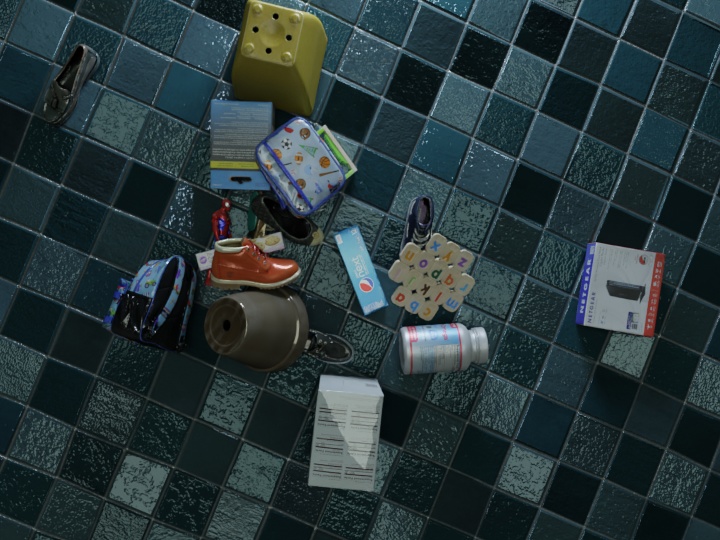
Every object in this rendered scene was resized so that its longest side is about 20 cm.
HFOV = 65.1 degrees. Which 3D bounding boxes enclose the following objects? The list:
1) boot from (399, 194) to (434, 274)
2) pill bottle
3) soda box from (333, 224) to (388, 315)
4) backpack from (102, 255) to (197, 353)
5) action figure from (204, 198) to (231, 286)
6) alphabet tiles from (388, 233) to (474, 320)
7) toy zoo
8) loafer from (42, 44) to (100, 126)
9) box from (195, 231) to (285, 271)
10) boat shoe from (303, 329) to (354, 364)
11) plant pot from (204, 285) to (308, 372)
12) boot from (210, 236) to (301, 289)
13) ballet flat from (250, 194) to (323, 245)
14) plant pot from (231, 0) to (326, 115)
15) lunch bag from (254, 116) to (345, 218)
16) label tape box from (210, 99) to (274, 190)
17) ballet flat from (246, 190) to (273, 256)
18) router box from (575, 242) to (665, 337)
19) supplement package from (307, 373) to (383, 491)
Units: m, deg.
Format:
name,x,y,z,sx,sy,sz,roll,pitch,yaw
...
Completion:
name,x,y,z,sx,sy,sz,roll,pitch,yaw
boot,0.133,-0.075,1.323,0.071,0.090,0.204,3,90,-3
pill bottle,0.192,0.181,1.317,0.196,0.109,0.111,-4,90,-3
soda box,0.000,0.000,1.327,0.063,0.068,0.203,-21,91,-2
backpack,-0.453,0.064,1.254,0.132,0.183,0.203,11,75,14
action figure,-0.324,-0.065,1.314,0.051,0.065,0.204,5,91,22
alphabet tiles,0.168,0.017,1.326,0.198,0.015,0.197,27,107,-17
toy zoo,-0.118,-0.226,1.312,0.199,0.020,0.132,-41,101,-17
loafer,-0.677,-0.431,1.295,0.071,0.063,0.202,30,88,-2
box,-0.267,-0.043,1.266,0.196,0.039,0.042,-14,93,-5
boat shoe,-0.109,0.173,1.327,0.197,0.057,0.070,19,89,-2
plant pot,-0.237,0.122,1.225,0.197,0.173,0.204,-4,81,26
boot,-0.223,-0.020,1.221,0.196,0.075,0.109,-2,117,-18
ballet flat,-0.164,-0.110,1.296,0.198,0.056,0.067,28,76,-31
plant pot,-0.185,-0.488,1.253,0.191,0.200,0.199,12,88,-3
lunch bag,-0.136,-0.221,1.256,0.160,0.075,0.201,-39,99,-15
label tape box,-0.274,-0.287,1.315,0.141,0.063,0.204,1,91,-4
ballet flat,-0.237,-0.084,1.326,0.064,0.070,0.204,9,92,-30
router box,0.630,0.047,1.369,0.176,0.049,0.204,9,90,-3
supplement package,-0.033,0.354,1.263,0.144,0.191,0.204,6,90,-2
